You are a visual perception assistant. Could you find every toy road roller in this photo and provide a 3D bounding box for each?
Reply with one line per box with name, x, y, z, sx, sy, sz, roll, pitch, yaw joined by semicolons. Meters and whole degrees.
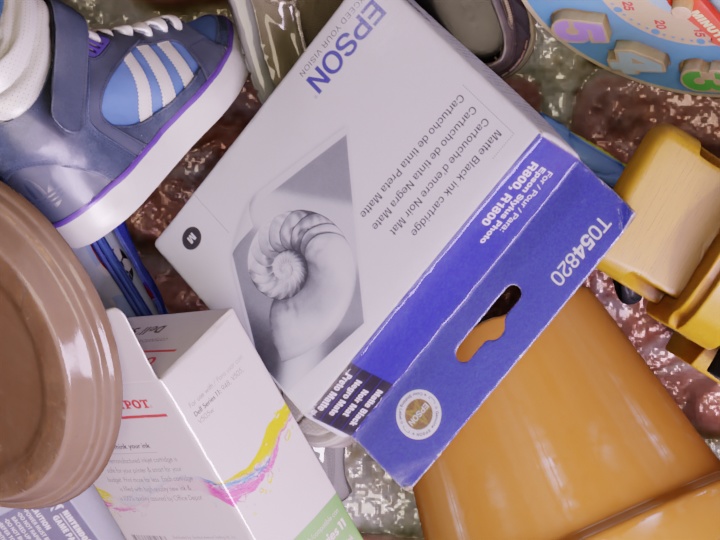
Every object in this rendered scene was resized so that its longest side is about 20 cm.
toy road roller;0.194;-0.011;1.373;0.146;0.200;0.123;32;92;-4

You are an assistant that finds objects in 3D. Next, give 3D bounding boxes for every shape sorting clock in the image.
shape sorting clock;0.175;-0.154;1.375;0.199;0.200;0.039;13;59;1

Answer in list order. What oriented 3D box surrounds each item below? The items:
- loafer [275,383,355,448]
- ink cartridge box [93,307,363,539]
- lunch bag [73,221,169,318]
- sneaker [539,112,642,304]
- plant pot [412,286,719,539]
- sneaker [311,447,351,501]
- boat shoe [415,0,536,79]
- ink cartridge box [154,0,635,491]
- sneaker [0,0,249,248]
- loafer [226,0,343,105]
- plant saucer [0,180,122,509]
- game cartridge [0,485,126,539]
loafer;0.000;0.000;1.415;0.072;0.063;0.201;13;88;22
ink cartridge box;-0.095;0.088;1.370;0.067;0.117;0.201;-44;115;-36
lunch bag;-0.189;0.025;1.441;0.160;0.076;0.201;-24;115;9
sneaker;0.092;-0.047;1.442;0.199;0.071;0.083;30;92;-5
plant pot;0.109;0.117;1.416;0.199;0.200;0.184;-25;80;6
sneaker;-0.033;0.042;1.469;0.079;0.074;0.201;3;95;-23
boat shoe;0.031;-0.192;1.423;0.074;0.073;0.200;-39;95;7
ink cartridge box;0.013;-0.022;1.349;0.200;0.041;0.200;45;104;26
sneaker;-0.148;-0.121;1.375;0.080;0.200;0.147;-21;115;40
loafer;-0.034;-0.149;1.421;0.069;0.075;0.201;-20;106;14
plant saucer;-0.209;0.039;1.339;0.199;0.029;0.201;18;122;31
game cartridge;-0.161;0.171;1.465;0.133;0.041;0.200;-24;122;11
